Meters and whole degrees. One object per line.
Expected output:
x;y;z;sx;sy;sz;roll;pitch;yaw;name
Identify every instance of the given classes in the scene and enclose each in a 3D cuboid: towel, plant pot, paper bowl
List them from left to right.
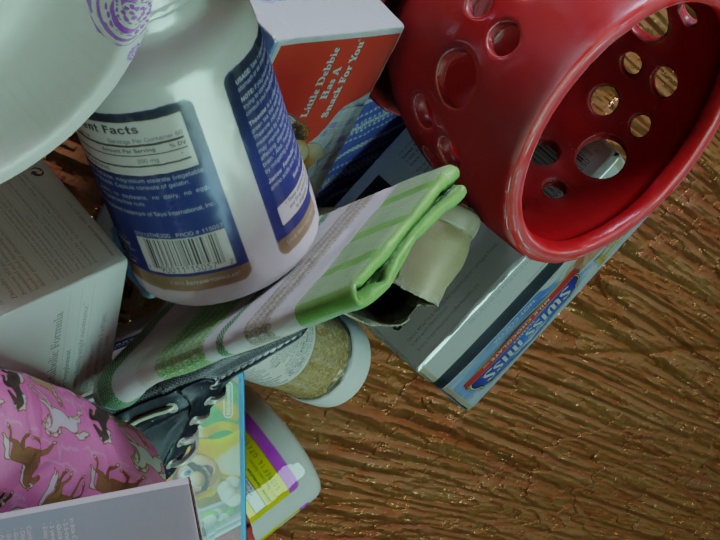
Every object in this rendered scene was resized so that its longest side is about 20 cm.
-0.202;-0.129;0.977;0.200;0.105;0.201;-27;151;-17;paper bowl
-0.044;0.014;1.194;0.199;0.031;0.149;-20;-161;37;towel
0.001;-0.075;1.459;0.144;0.024;0.200;-30;151;-28;towel
0.105;-0.133;1.319;0.200;0.182;0.201;-33;146;-26;plant pot

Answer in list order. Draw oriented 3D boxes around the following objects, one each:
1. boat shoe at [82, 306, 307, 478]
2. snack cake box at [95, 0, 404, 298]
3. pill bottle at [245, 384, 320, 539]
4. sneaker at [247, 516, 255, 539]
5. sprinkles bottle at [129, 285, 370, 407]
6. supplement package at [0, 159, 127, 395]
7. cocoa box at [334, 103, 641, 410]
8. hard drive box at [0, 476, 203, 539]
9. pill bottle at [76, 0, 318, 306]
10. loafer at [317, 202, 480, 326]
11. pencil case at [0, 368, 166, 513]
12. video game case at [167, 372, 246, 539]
-0.112;0.076;1.324;0.199;0.075;0.093;-18;112;3;boat shoe
-0.070;-0.084;1.292;0.115;0.067;0.200;-11;140;-46;snack cake box
-0.134;0.179;1.558;0.200;0.104;0.104;-37;154;-12;pill bottle
-0.117;0.151;1.453;0.070;0.202;0.098;-5;177;17;sneaker
-0.071;0.042;1.452;0.068;0.068;0.200;-49;147;12;sprinkles bottle
-0.243;0.031;1.167;0.199;0.110;0.114;-26;149;-31;supplement package
0.080;-0.028;1.475;0.200;0.133;0.131;-47;155;1;cocoa box
-0.175;0.186;1.116;0.199;0.077;0.156;-10;156;-8;hard drive box
-0.098;-0.090;1.141;0.111;0.111;0.201;-33;129;-20;pill bottle
0.000;0.000;1.330;0.200;0.075;0.069;-26;-139;61;loafer
-0.182;0.103;1.135;0.083;0.087;0.200;-33;152;13;pencil case
-0.171;0.138;1.376;0.199;0.018;0.144;-6;111;-16;video game case
